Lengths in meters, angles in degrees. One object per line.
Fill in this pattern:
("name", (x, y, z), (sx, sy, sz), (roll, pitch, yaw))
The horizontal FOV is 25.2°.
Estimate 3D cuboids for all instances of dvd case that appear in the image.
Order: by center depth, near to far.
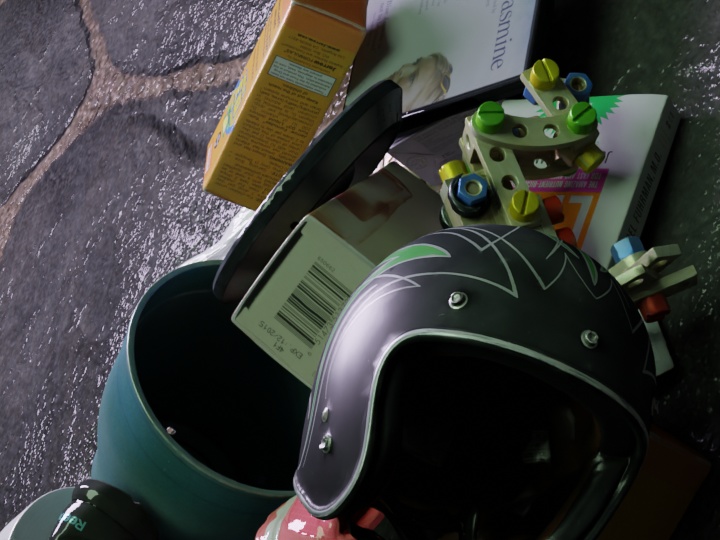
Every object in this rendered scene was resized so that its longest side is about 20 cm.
("dvd case", (0.066, -0.177, 1.222), (0.199, 0.018, 0.143), (-14, 55, 44))

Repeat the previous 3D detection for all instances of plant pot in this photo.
("plant pot", (-0.117, 0.126, 1.239), (0.188, 0.199, 0.201), (-51, 32, 44))

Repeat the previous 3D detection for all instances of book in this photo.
("book", (0.127, -0.026, 1.087), (0.133, 0.048, 0.201), (1, 59, 40))

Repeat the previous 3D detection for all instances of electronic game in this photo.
("electronic game", (-0.037, -0.056, 1.156), (0.200, 0.042, 0.200), (-49, -5, -6))

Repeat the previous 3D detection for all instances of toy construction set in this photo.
("toy construction set", (0.123, -0.036, 1.012), (0.092, 0.130, 0.201), (91, 159, -53))

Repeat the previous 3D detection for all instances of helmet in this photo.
("helmet", (0.068, 0.068, 0.888), (0.191, 0.199, 0.200), (-61, 32, 5))

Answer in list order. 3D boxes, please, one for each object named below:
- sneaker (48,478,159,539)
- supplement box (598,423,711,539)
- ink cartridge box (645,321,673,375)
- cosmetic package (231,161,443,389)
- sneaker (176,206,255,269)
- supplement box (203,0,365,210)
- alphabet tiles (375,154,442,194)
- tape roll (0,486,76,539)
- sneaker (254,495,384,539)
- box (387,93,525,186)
("sneaker", (-0.161, 0.243, 1.197), (0.075, 0.200, 0.079), (-7, 41, 48))
("supplement box", (0.124, 0.179, 0.962), (0.201, 0.066, 0.069), (-61, 32, 2))
("ink cartridge box", (0.115, 0.066, 1.092), (0.199, 0.047, 0.161), (-33, 41, 19))
("cosmetic package", (0.000, 0.000, 1.146), (0.104, 0.087, 0.200), (-53, -6, 21))
("sneaker", (-0.115, 0.017, 1.406), (0.200, 0.074, 0.080), (-47, 32, 24))
("supplement box", (-0.063, -0.143, 1.305), (0.067, 0.068, 0.201), (-90, 22, -51))
("alphabet tiles", (0.020, -0.056, 1.325), (0.195, 0.015, 0.201), (-28, 46, 43))
("tape roll", (-0.196, 0.261, 1.232), (0.037, 0.202, 0.204), (-41, 39, 32))
("sneaker", (0.006, 0.140, 1.112), (0.087, 0.074, 0.200), (-38, 14, 43))
("box", (0.080, -0.181, 1.276), (0.116, 0.060, 0.201), (-25, 48, 36))
